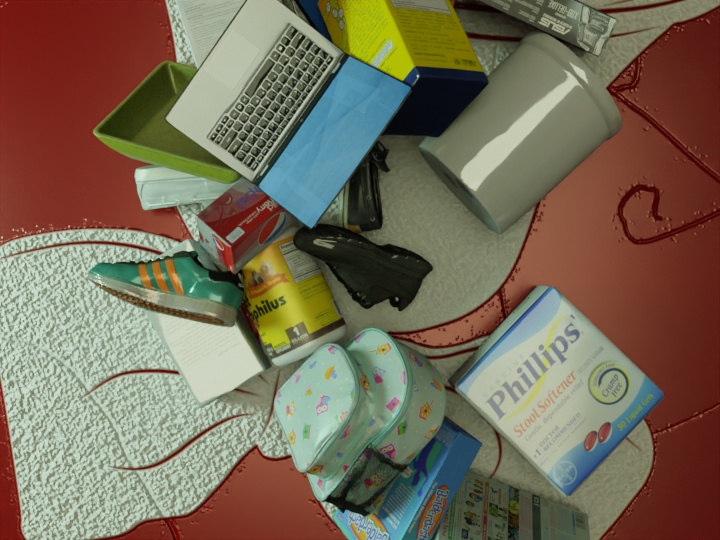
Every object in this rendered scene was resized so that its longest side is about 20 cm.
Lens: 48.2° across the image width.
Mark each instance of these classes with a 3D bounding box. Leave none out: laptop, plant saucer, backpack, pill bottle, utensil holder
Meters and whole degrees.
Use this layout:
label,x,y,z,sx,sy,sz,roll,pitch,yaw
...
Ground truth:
label,x,y,z,sx,sy,sz,roll,pitch,yaw
laptop,-0.084,-0.183,0.886,0.200,0.116,0.188,35,92,-13
plant saucer,-0.207,-0.185,1.045,0.199,0.200,0.048,16,133,8
backpack,0.000,0.171,0.995,0.200,0.176,0.153,-44,126,8
pill bottle,-0.104,0.016,1.055,0.109,0.109,0.201,-26,88,1
utensil holder,0.198,-0.169,1.022,0.200,0.170,0.170,-44,88,1

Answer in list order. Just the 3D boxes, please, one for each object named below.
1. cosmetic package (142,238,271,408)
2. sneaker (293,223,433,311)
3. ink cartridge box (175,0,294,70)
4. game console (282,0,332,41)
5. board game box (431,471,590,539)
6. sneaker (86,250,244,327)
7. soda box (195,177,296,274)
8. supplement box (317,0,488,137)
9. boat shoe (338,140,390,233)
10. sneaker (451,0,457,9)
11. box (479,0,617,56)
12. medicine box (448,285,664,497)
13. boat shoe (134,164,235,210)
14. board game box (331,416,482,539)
label,x,y,z,sx,sy,sz,roll,pitch,yaw
cosmetic package,-0.214,0.069,1.075,0.101,0.071,0.201,-30,87,1
sneaker,0.000,0.000,1.043,0.199,0.076,0.091,19,99,-25
ink cartridge box,-0.140,-0.271,0.950,0.119,0.042,0.201,-15,111,2
game console,-0.096,-0.309,1.021,0.170,0.118,0.200,-34,105,10
board game box,0.187,0.345,1.018,0.199,0.148,0.064,21,118,2
sneaker,-0.241,0.011,1.014,0.199,0.071,0.080,14,72,7
soda box,-0.106,-0.090,0.991,0.063,0.070,0.200,39,65,17
supplement box,0.046,-0.269,0.948,0.108,0.110,0.201,-5,65,-36
boat shoe,0.009,-0.147,1.071,0.062,0.075,0.201,5,95,15
sneaker,0.028,-0.359,1.076,0.199,0.078,0.113,11,88,2
box,0.221,-0.341,1.027,0.199,0.158,0.050,26,112,1
medicine box,0.247,0.151,1.045,0.200,0.103,0.182,44,90,1
boat shoe,-0.202,-0.111,1.088,0.200,0.070,0.072,-2,106,1
board game box,0.054,0.270,1.024,0.045,0.152,0.201,29,90,-28
